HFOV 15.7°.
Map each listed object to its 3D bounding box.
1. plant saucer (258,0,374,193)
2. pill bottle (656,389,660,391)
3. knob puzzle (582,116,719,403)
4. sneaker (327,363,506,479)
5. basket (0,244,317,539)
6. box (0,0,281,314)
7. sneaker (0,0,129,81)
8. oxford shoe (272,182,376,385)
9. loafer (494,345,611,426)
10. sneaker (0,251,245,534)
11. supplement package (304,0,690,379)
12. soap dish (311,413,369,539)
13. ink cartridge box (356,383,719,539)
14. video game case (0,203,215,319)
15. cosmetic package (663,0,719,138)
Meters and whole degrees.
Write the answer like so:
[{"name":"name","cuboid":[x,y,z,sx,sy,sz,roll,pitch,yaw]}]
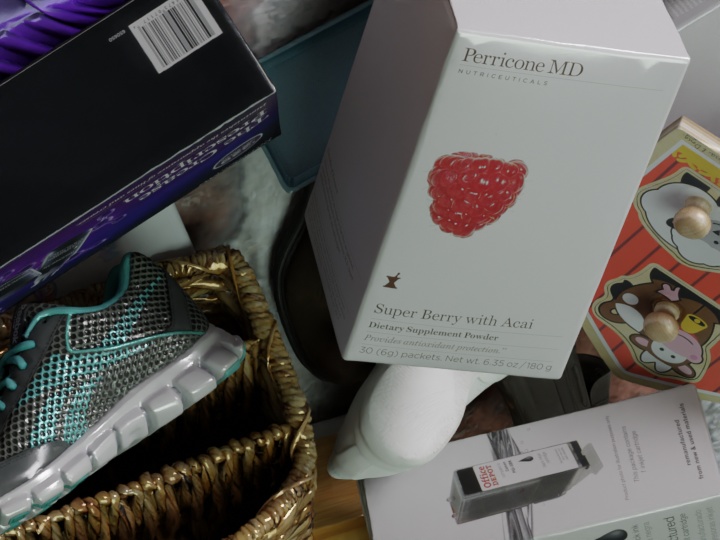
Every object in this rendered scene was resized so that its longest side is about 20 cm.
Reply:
[{"name":"plant saucer","cuboid":[0.031,-0.117,1.372,0.200,0.070,0.019,-29,-178,-7]},{"name":"pill bottle","cuboid":[0.219,-0.010,1.499,0.119,0.120,0.200,-18,166,-20]},{"name":"knob puzzle","cuboid":[0.190,0.020,1.419,0.220,0.219,0.030,79,28,-47]},{"name":"sneaker","cuboid":[0.048,0.047,1.482,0.200,0.075,0.088,-41,-179,-34]},{"name":"basket","cuboid":[-0.123,0.104,1.373,0.200,0.143,0.149,-17,138,-22]},{"name":"box","cuboid":[-0.140,-0.051,1.249,0.200,0.079,0.141,-33,179,-3]},{"name":"sneaker","cuboid":[-0.156,-0.128,1.227,0.200,0.070,0.100,-19,144,-13]},{"name":"oxford shoe","cuboid":[0.000,0.000,1.442,0.073,0.084,0.200,-18,139,-22]},{"name":"loafer","cuboid":[0.124,0.080,1.582,0.070,0.070,0.200,-30,120,-7]},{"name":"sneaker","cuboid":[-0.155,0.063,1.302,0.200,0.091,0.078,-36,180,-33]},{"name":"supplement package","cuboid":[0.061,-0.062,1.283,0.121,0.120,0.200,6,127,-17]},{"name":"soap dish","cuboid":[-0.038,0.172,1.585,0.200,0.081,0.157,-14,136,-22]},{"name":"ink cartridge box","cuboid":[0.111,0.159,1.500,0.200,0.083,0.147,-14,139,4]},{"name":"video game case","cuboid":[-0.163,0.049,1.420,0.182,0.024,0.200,-29,140,-8]},{"name":"cosmetic package","cuboid":[0.153,-0.116,1.437,0.200,0.090,0.107,-28,140,-5]}]
